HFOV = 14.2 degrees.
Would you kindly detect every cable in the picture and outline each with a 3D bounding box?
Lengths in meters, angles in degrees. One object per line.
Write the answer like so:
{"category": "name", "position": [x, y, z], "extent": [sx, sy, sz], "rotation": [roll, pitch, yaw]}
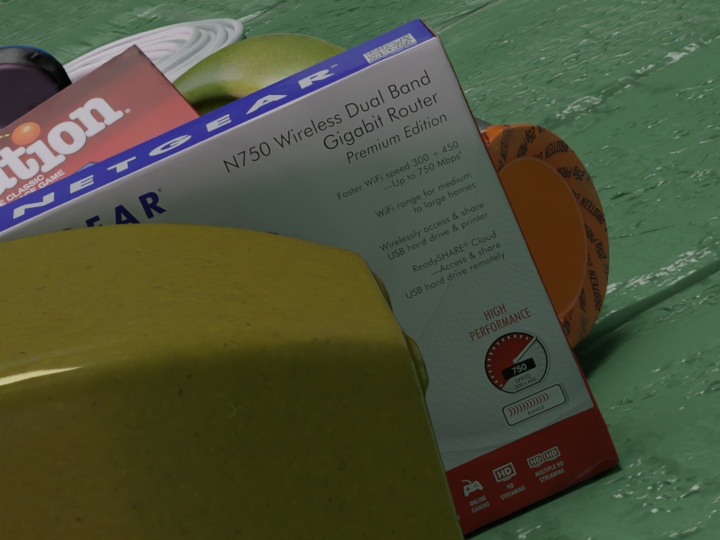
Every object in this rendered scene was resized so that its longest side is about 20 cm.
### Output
{"category": "cable", "position": [-0.159, -0.098, 1.879], "extent": [0.199, 0.069, 0.200], "rotation": [-10, 21, 39]}

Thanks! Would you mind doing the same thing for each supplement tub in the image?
{"category": "supplement tub", "position": [0.000, 0.000, 1.232], "extent": [0.199, 0.123, 0.122], "rotation": [-9, 22, 41]}

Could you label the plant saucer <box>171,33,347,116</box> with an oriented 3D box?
{"category": "plant saucer", "position": [-0.048, 0.002, 1.173], "extent": [0.199, 0.201, 0.031], "rotation": [-10, -8, 42]}

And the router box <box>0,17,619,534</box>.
{"category": "router box", "position": [-0.030, 0.029, 1.076], "extent": [0.199, 0.180, 0.049], "rotation": [-25, 15, 0]}

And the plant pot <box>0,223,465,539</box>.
{"category": "plant pot", "position": [-0.069, 0.085, 0.953], "extent": [0.199, 0.196, 0.194], "rotation": [-18, 16, -3]}

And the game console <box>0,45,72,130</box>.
{"category": "game console", "position": [-0.189, 0.013, 1.263], "extent": [0.170, 0.200, 0.119], "rotation": [-5, 52, 15]}

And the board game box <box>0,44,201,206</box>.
{"category": "board game box", "position": [-0.146, -0.006, 1.142], "extent": [0.200, 0.019, 0.103], "rotation": [-35, 48, -11]}
